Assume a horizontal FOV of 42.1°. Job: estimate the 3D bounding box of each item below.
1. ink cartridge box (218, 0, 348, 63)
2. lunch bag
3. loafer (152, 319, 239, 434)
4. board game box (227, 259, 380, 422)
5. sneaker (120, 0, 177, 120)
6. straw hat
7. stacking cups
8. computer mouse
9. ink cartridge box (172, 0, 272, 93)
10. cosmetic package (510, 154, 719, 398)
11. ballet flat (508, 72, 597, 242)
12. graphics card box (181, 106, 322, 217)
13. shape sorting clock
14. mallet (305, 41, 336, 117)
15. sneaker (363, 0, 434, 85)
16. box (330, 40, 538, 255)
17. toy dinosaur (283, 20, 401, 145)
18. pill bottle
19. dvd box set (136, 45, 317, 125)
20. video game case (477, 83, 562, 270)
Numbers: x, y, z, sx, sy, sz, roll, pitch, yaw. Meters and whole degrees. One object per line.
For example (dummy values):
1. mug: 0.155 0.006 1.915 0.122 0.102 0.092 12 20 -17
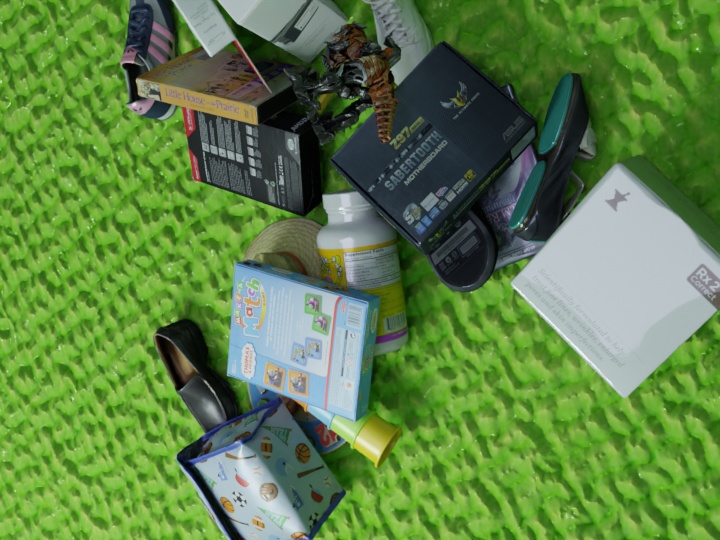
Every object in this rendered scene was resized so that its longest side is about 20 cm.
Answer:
1. ink cartridge box: -0.120 -0.358 1.169 0.084 0.199 0.145 -44 74 14
2. lunch bag: -0.150 0.292 1.269 0.199 0.124 0.172 -26 100 42
3. loafer: -0.241 0.169 1.351 0.072 0.072 0.202 -37 78 24
4. board game box: -0.075 0.084 1.163 0.197 0.036 0.154 15 108 27
5. sneaker: -0.310 -0.321 1.343 0.069 0.082 0.204 -8 90 28
6. straw hat: -0.113 0.025 1.246 0.198 0.085 0.205 -4 82 29
7. stacking cups: -0.044 0.178 1.217 0.198 0.060 0.061 30 107 16
8. computer mouse: 0.112 -0.065 1.143 0.138 0.052 0.202 -37 65 27
9. ink cartridge box: -0.197 -0.315 1.191 0.043 0.175 0.201 -33 36 -1
10. cosmetic package: 0.285 -0.003 0.981 0.165 0.199 0.166 45 112 11
11. ballet flat: 0.232 -0.124 1.081 0.072 0.073 0.203 17 83 25
12. graphics card box: -0.146 -0.160 1.258 0.197 0.051 0.127 20 130 28
13. shape sorting clock: -0.076 0.153 1.282 0.197 0.039 0.204 2 95 27
14. mallet: -0.061 -0.219 1.230 0.200 0.065 0.042 -45 44 25
15. sneaker: 0.030 -0.316 1.147 0.073 0.115 0.204 -17 87 25
16. box: 0.086 -0.145 1.098 0.200 0.051 0.158 -45 70 -1
17. toy dinosaur: -0.008 -0.219 1.086 0.134 0.201 0.103 -26 117 3
18. pill bottle: 0.000 0.000 1.182 0.103 0.104 0.204 -3 99 27
19. dvd box set: -0.176 -0.249 1.245 0.197 0.146 0.030 17 126 25
20. video game case: 0.157 -0.105 1.151 0.141 0.019 0.203 -22 83 27
